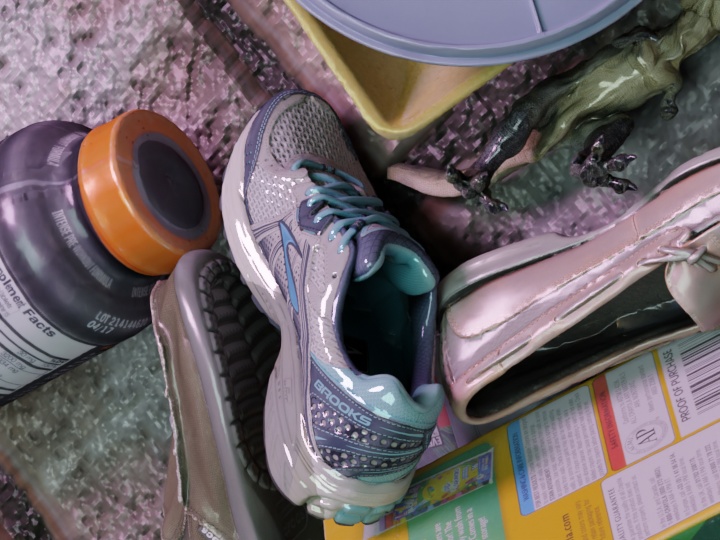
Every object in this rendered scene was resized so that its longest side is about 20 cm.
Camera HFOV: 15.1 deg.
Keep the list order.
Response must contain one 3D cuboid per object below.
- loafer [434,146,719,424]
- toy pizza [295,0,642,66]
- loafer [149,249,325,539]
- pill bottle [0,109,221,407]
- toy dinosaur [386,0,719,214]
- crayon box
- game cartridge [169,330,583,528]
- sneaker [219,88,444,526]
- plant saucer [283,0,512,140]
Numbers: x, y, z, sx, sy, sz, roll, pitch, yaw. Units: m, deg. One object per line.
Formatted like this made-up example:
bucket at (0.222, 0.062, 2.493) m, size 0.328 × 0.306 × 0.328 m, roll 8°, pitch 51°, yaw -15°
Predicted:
loafer at (0.119, 0.008, 1.069) m, size 0.199 × 0.072 × 0.063 m, roll -22°, pitch 45°, yaw 25°
toy pizza at (0.043, -0.176, 1.040) m, size 0.199 × 0.032 × 0.202 m, roll -1°, pitch 85°, yaw 6°
loafer at (-0.062, 0.092, 1.171) m, size 0.069 × 0.075 × 0.201 m, roll -10°, pitch 96°, yaw 26°
pill bottle at (-0.157, 0.000, 1.226) m, size 0.199 × 0.106 × 0.107 m, roll -27°, pitch 87°, yaw 30°
toy dinosaur at (0.080, -0.058, 1.099) m, size 0.199 × 0.088 × 0.048 m, roll -30°, pitch 109°, yaw 31°
crayon box at (0.084, 0.104, 1.070) m, size 0.199 × 0.126 × 0.052 m, roll -27°, pitch 117°, yaw 12°
game cartridge at (0.016, 0.101, 1.194) m, size 0.199 × 0.041 × 0.134 m, roll -18°, pitch 95°, yaw 30°
sneaker at (0.000, 0.000, 1.118) m, size 0.086 × 0.077 × 0.201 m, roll -51°, pitch 42°, yaw 45°
plant saucer at (0.038, -0.183, 1.081) m, size 0.199 × 0.048 × 0.200 m, roll -35°, pitch 82°, yaw 4°
